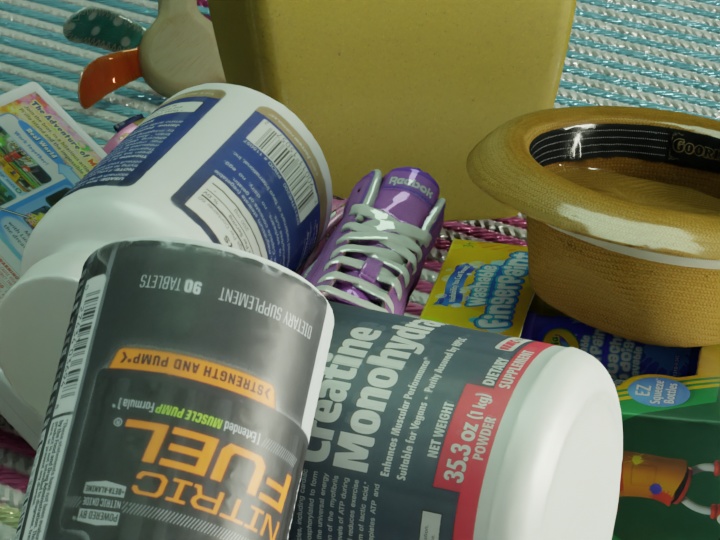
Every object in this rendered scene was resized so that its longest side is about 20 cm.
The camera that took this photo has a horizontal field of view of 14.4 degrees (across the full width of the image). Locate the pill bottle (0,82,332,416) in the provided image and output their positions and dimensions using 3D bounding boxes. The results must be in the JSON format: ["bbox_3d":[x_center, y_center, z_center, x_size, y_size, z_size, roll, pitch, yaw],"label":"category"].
[{"bbox_3d":[-0.098,-0.005,1.399,0.111,0.111,0.200,9,30,19],"label":"pill bottle"}]

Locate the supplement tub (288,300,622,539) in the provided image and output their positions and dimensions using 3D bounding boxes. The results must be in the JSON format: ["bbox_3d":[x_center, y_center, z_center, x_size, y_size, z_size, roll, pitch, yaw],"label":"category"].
[{"bbox_3d":[0.002,0.087,1.239,0.199,0.141,0.140,10,24,21],"label":"supplement tub"}]

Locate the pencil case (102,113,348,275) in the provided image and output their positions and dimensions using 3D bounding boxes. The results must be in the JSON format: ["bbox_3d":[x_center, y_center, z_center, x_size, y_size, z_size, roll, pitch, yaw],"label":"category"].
[{"bbox_3d":[-0.065,-0.025,1.582,0.083,0.087,0.200,-7,25,-40],"label":"pencil case"}]

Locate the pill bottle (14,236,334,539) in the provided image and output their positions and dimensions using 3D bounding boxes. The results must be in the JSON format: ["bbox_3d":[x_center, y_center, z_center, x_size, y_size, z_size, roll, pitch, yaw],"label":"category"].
[{"bbox_3d":[-0.079,0.096,1.120,0.106,0.201,0.106,10,-20,4],"label":"pill bottle"}]

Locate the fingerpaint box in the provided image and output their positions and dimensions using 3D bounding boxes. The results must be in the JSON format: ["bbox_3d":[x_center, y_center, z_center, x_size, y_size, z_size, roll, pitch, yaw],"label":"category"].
[{"bbox_3d":[0.110,0.056,1.408,0.166,0.074,0.200,6,22,10],"label":"fingerpaint box"}]

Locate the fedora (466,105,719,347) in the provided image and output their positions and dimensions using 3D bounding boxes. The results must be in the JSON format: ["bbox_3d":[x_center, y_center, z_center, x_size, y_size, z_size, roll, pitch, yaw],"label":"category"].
[{"bbox_3d":[0.146,-0.016,1.383,0.200,0.082,0.201,7,22,-3],"label":"fedora"}]

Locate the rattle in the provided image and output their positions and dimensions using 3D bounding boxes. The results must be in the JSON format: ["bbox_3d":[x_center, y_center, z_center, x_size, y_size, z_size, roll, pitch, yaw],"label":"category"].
[{"bbox_3d":[-0.113,-0.164,1.948,0.200,0.130,0.143,-32,18,-9],"label":"rattle"}]

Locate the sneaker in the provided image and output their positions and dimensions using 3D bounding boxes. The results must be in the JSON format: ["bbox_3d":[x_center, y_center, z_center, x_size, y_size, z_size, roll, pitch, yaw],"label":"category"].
[{"bbox_3d":[-0.001,0.000,1.409,0.073,0.115,0.200,25,4,-3],"label":"sneaker"}]

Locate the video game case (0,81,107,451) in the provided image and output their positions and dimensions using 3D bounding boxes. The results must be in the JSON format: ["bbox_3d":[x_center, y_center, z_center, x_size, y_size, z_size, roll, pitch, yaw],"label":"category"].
[{"bbox_3d":[-0.158,0.001,1.457,0.200,0.024,0.182,45,36,9],"label":"video game case"}]

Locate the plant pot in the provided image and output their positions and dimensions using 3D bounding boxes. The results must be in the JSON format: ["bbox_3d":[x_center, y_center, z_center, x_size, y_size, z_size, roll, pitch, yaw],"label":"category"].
[{"bbox_3d":[0.015,-0.124,1.683,0.199,0.177,0.200,-4,12,-11],"label":"plant pot"}]
